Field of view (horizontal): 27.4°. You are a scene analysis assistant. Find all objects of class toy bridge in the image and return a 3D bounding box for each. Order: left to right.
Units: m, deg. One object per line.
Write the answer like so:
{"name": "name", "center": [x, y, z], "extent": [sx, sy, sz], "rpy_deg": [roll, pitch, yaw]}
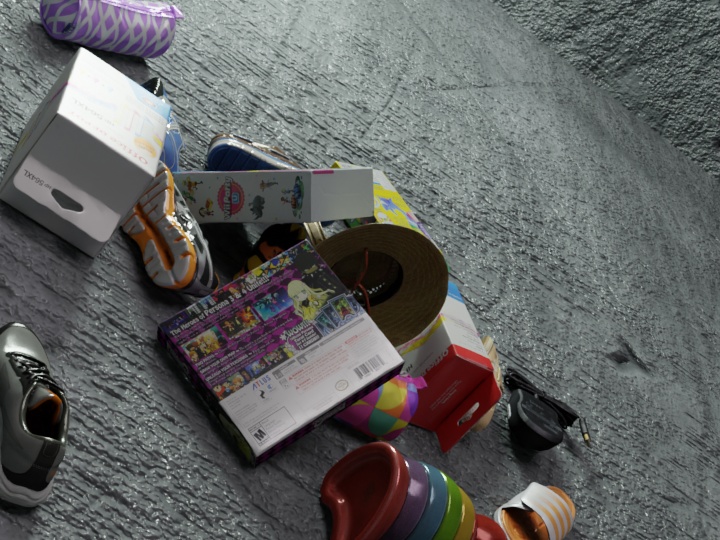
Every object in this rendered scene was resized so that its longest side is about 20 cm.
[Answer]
{"name": "toy bridge", "center": [-0.047, -0.022, 1.848], "extent": [0.067, 0.027, 0.201], "rpy_deg": [77, -9, -70]}

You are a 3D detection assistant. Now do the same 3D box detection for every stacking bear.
{"name": "stacking bear", "center": [0.072, 0.268, 1.542], "extent": [0.199, 0.114, 0.122], "rpy_deg": [33, 25, -30]}

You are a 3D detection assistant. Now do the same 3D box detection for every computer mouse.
{"name": "computer mouse", "center": [0.249, 0.211, 1.974], "extent": [0.140, 0.046, 0.200], "rpy_deg": [33, 14, -10]}

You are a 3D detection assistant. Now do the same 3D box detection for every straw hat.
{"name": "straw hat", "center": [0.000, 0.000, 1.767], "extent": [0.200, 0.201, 0.085], "rpy_deg": [28, 25, -27]}

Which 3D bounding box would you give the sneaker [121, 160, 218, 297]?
{"name": "sneaker", "center": [-0.216, -0.043, 1.675], "extent": [0.077, 0.078, 0.201], "rpy_deg": [35, 25, -47]}

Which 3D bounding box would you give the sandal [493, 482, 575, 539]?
{"name": "sandal", "center": [0.224, 0.287, 1.785], "extent": [0.079, 0.059, 0.206], "rpy_deg": [46, 24, 11]}

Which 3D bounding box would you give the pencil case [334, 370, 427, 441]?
{"name": "pencil case", "center": [-0.025, 0.120, 1.664], "extent": [0.199, 0.088, 0.089], "rpy_deg": [26, 28, -29]}

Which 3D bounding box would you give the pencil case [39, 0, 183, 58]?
{"name": "pencil case", "center": [-0.332, -0.336, 1.962], "extent": [0.199, 0.086, 0.084], "rpy_deg": [2, 47, -56]}

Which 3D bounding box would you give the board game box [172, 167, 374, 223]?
{"name": "board game box", "center": [-0.104, -0.090, 1.773], "extent": [0.147, 0.199, 0.065], "rpy_deg": [-7, 96, -60]}

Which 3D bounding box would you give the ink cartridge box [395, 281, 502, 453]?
{"name": "ink cartridge box", "center": [0.088, 0.110, 1.808], "extent": [0.067, 0.116, 0.201], "rpy_deg": [25, 29, -34]}

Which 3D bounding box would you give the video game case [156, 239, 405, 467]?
{"name": "video game case", "center": [-0.084, 0.083, 1.562], "extent": [0.199, 0.036, 0.182], "rpy_deg": [-31, 70, -25]}

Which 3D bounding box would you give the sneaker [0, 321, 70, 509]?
{"name": "sneaker", "center": [-0.286, 0.113, 1.291], "extent": [0.074, 0.079, 0.201], "rpy_deg": [23, 29, -32]}

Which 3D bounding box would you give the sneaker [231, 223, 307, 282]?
{"name": "sneaker", "center": [-0.089, -0.026, 1.801], "extent": [0.070, 0.090, 0.200], "rpy_deg": [39, 24, -5]}

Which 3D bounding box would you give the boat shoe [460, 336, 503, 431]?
{"name": "boat shoe", "center": [0.149, 0.149, 1.903], "extent": [0.069, 0.074, 0.200], "rpy_deg": [52, 23, -8]}

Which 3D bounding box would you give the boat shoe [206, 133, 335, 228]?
{"name": "boat shoe", "center": [-0.111, -0.128, 1.962], "extent": [0.199, 0.072, 0.073], "rpy_deg": [31, 25, -22]}

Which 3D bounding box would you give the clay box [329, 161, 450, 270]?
{"name": "clay box", "center": [0.036, -0.064, 2.105], "extent": [0.115, 0.048, 0.201], "rpy_deg": [7, 43, -52]}

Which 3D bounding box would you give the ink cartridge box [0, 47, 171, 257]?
{"name": "ink cartridge box", "center": [-0.298, -0.125, 1.610], "extent": [0.128, 0.125, 0.200], "rpy_deg": [33, 25, -19]}

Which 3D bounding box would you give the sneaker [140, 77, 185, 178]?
{"name": "sneaker", "center": [-0.261, -0.170, 1.831], "extent": [0.077, 0.075, 0.201], "rpy_deg": [53, 15, -33]}
